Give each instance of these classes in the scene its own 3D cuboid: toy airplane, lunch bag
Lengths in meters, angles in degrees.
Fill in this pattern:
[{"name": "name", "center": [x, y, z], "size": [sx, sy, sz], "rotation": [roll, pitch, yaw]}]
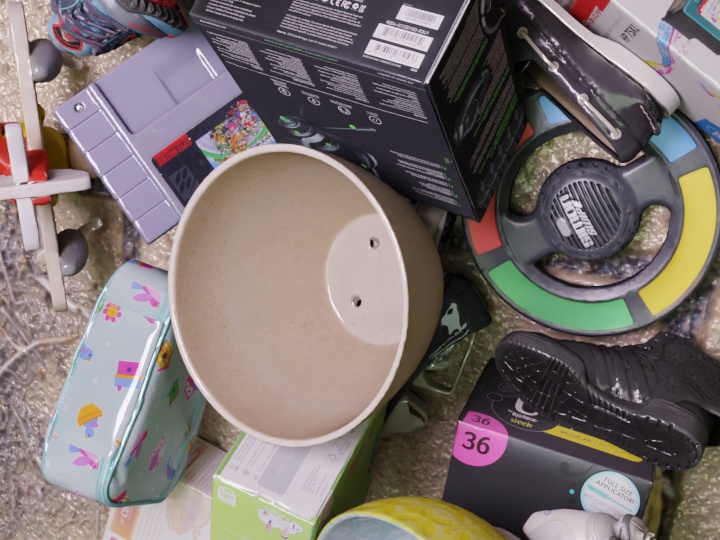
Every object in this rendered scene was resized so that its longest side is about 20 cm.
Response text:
[{"name": "toy airplane", "center": [-0.266, -0.092, 0.900], "size": [0.200, 0.140, 0.200], "rotation": [61, 144, 19]}, {"name": "lunch bag", "center": [-0.177, 0.096, 0.905], "size": [0.076, 0.160, 0.202], "rotation": [18, 83, 18]}]

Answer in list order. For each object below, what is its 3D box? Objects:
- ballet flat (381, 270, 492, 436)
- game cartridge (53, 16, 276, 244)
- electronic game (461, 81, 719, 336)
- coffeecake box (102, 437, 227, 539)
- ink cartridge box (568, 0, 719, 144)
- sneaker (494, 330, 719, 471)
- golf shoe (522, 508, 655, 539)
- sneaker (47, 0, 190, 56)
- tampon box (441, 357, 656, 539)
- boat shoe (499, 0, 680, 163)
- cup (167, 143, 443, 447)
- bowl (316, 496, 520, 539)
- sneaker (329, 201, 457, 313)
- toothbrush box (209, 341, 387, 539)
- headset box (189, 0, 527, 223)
[{"name": "ballet flat", "center": [0.042, 0.091, 0.892], "size": [0.073, 0.073, 0.201], "rotation": [38, 115, 4]}, {"name": "game cartridge", "center": [-0.119, -0.127, 0.833], "size": [0.199, 0.038, 0.130], "rotation": [-37, 91, -9]}, {"name": "electronic game", "center": [0.172, -0.045, 0.808], "size": [0.198, 0.042, 0.202], "rotation": [7, 111, 18]}, {"name": "coffeecake box", "center": [-0.139, 0.260, 1.015], "size": [0.198, 0.073, 0.155], "rotation": [26, 116, 10]}, {"name": "ink cartridge box", "center": [0.206, -0.166, 0.702], "size": [0.200, 0.116, 0.067], "rotation": [40, 95, 3]}, {"name": "sneaker", "center": [0.207, 0.083, 0.806], "size": [0.198, 0.104, 0.060], "rotation": [27, 133, 18]}, {"name": "golf shoe", "center": [0.159, 0.262, 0.777], "size": [0.096, 0.078, 0.203], "rotation": [9, 107, 33]}, {"name": "sneaker", "center": [-0.186, -0.189, 0.799], "size": [0.095, 0.200, 0.080], "rotation": [-38, 107, 0]}, {"name": "tampon box", "center": [0.142, 0.201, 0.858], "size": [0.148, 0.126, 0.202], "rotation": [15, 113, 14]}, {"name": "boat shoe", "center": [0.127, -0.151, 0.751], "size": [0.200, 0.074, 0.061], "rotation": [40, 92, 15]}, {"name": "cup", "center": [-0.018, 0.013, 0.771], "size": [0.198, 0.143, 0.203], "rotation": [3, 95, 32]}, {"name": "bowl", "center": [0.068, 0.235, 0.733], "size": [0.199, 0.107, 0.202], "rotation": [25, 125, 41]}, {"name": "sneaker", "center": [0.000, 0.000, 0.871], "size": [0.093, 0.070, 0.201], "rotation": [33, 119, 0]}, {"name": "toothbrush box", "center": [-0.051, 0.183, 0.850], "size": [0.085, 0.146, 0.201], "rotation": [21, 136, 13]}, {"name": "headset box", "center": [0.010, -0.131, 0.723], "size": [0.173, 0.200, 0.093], "rotation": [21, 74, 24]}]
